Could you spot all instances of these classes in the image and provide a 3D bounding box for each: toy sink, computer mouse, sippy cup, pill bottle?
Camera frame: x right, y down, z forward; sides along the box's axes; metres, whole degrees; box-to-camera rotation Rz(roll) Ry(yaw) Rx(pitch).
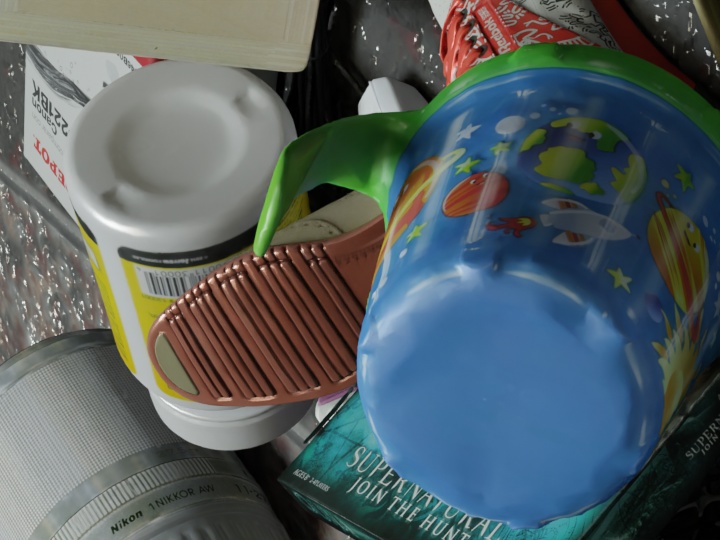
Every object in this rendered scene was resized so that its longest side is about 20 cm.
[{"bbox_3d":[-0.120,-0.171,0.949,0.130,0.199,0.113,-112,30,-64],"label":"toy sink"},{"bbox_3d":[0.013,-0.050,0.998,0.200,0.044,0.110,51,144,36],"label":"computer mouse"},{"bbox_3d":[0.060,0.011,0.703,0.177,0.130,0.140,-9,115,22],"label":"sippy cup"},{"bbox_3d":[-0.077,-0.001,1.080,0.114,0.114,0.200,52,163,33],"label":"pill bottle"}]

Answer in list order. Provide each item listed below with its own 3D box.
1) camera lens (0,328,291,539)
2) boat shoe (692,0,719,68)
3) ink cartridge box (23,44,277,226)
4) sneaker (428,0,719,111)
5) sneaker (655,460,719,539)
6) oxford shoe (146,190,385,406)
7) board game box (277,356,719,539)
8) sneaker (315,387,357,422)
[{"bbox_3d":[-0.146,0.146,1.276,0.200,0.159,0.161,50,145,36],"label":"camera lens"},{"bbox_3d":[0.152,-0.053,0.721,0.073,0.063,0.202,-14,93,62],"label":"boat shoe"},{"bbox_3d":[-0.116,-0.109,1.157,0.144,0.083,0.201,48,144,37],"label":"ink cartridge box"},{"bbox_3d":[0.054,-0.074,0.841,0.201,0.107,0.067,49,144,38],"label":"sneaker"},{"bbox_3d":[0.096,0.111,0.906,0.090,0.078,0.201,58,147,39],"label":"sneaker"},{"bbox_3d":[0.000,0.000,0.926,0.071,0.199,0.074,62,-161,-18],"label":"oxford shoe"},{"bbox_3d":[0.059,0.064,0.842,0.028,0.135,0.200,48,166,-26],"label":"board game box"},{"bbox_3d":[0.039,0.099,0.983,0.200,0.080,0.089,-144,32,-76],"label":"sneaker"}]
